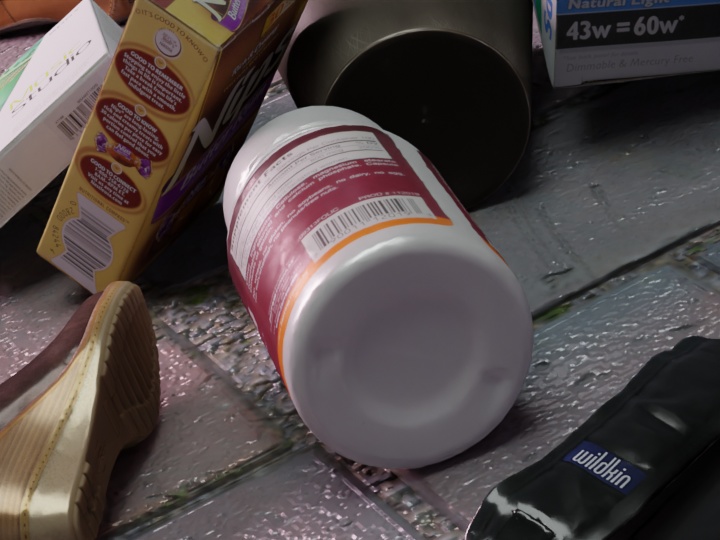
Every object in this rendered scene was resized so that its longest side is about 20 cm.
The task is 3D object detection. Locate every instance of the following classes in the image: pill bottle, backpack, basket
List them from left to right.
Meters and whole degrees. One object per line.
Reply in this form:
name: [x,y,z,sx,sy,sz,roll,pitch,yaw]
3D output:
pill bottle: [0.000,0.000,1.184,0.114,0.115,0.200,-20,26,-5]
basket: [0.025,-0.125,1.393,0.179,0.137,0.200,4,30,-10]
backpack: [0.156,0.107,0.841,0.199,0.155,0.191,6,42,28]

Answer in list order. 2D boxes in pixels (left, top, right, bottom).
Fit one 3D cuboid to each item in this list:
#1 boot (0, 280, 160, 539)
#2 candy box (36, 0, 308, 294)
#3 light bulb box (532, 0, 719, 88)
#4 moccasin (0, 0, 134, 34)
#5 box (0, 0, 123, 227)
boot: [-0.189,0.077,1.199,0.166,0.073,0.200,-8,32,15]
candy box: [-0.095,-0.087,1.334,0.056,0.200,0.117,34,44,8]
light bulb box: [0.186,-0.214,1.376,0.197,0.125,0.200,-5,44,-2]
moccasin: [-0.243,-0.207,1.774,0.201,0.078,0.074,1,32,33]
box: [-0.193,-0.085,1.467,0.144,0.036,0.200,-43,16,3]
